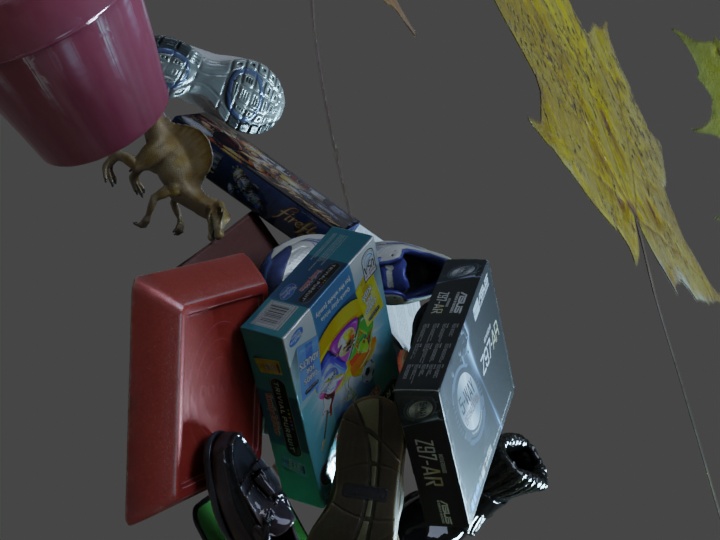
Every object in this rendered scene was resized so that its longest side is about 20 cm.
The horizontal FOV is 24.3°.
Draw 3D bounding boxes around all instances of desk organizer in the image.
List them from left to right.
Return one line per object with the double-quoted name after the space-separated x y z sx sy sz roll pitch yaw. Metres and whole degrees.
-0.133 0.015 1.571 0.077 0.072 0.200 55 23 -5 "desk organizer"

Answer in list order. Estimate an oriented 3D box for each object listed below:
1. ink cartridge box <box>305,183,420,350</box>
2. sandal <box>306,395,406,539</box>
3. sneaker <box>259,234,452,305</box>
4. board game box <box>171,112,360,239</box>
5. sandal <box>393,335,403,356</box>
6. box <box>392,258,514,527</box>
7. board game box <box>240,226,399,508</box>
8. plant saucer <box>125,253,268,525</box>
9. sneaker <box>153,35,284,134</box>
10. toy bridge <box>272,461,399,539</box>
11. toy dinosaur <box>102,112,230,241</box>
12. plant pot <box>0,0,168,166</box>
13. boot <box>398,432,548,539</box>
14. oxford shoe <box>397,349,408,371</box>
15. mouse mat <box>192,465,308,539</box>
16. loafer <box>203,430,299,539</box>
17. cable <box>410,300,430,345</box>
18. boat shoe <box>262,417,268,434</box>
-0.008 0.013 1.881 0.200 0.057 0.163 30 36 -36 "ink cartridge box"
0.000 0.210 1.485 0.054 0.080 0.201 32 70 -80 "sandal"
0.000 0.000 1.574 0.200 0.088 0.076 -8 94 -36 "sneaker"
-0.098 -0.087 1.685 0.200 0.035 0.135 36 10 2 "board game box"
-0.017 0.056 1.763 0.200 0.075 0.045 48 27 -33 "sandal"
0.089 0.109 1.536 0.200 0.043 0.161 -64 147 -51 "box"
-0.028 0.087 1.490 0.151 0.047 0.200 -49 140 -39 "board game box"
-0.128 0.095 1.390 0.200 0.037 0.201 -16 109 -67 "plant saucer"
-0.163 -0.200 1.713 0.200 0.075 0.087 22 6 -37 "sneaker"
-0.002 0.248 1.564 0.200 0.067 0.027 58 22 -2 "toy bridge"
-0.186 -0.107 1.565 0.200 0.101 0.058 61 22 5 "toy dinosaur"
-0.258 -0.198 1.436 0.200 0.199 0.179 -86 155 -54 "plant pot"
0.096 0.239 1.660 0.080 0.158 0.211 58 22 -6 "boot"
0.079 0.147 1.679 0.200 0.072 0.071 -106 -175 -53 "oxford shoe"
-0.068 0.274 1.471 0.200 0.008 0.161 62 23 2 "mouse mat"
-0.069 0.219 1.382 0.072 0.063 0.201 -48 124 -60 "loafer"
0.091 0.117 1.751 0.051 0.200 0.164 -3 69 -18 "cable"
-0.057 0.083 1.596 0.071 0.072 0.200 16 50 3 "boat shoe"
